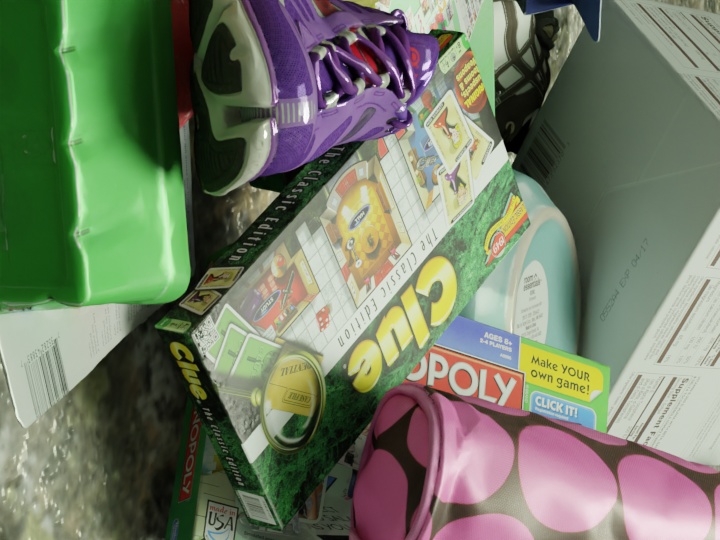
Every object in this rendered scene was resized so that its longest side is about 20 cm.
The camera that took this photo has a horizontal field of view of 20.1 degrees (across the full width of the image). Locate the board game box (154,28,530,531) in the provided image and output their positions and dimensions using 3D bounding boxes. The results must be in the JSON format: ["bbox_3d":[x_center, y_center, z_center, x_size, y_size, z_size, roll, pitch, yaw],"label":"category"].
[{"bbox_3d":[0.000,0.000,0.831,0.200,0.023,0.105,-50,134,-34],"label":"board game box"}]

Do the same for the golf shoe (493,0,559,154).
[{"bbox_3d":[0.060,-0.104,1.076,0.200,0.077,0.095,2,92,-66],"label":"golf shoe"}]

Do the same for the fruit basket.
[{"bbox_3d":[-0.101,-0.062,0.723,0.200,0.093,0.186,-64,152,-73],"label":"fruit basket"}]

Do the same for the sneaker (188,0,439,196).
[{"bbox_3d":[-0.015,-0.075,0.721,0.200,0.083,0.081,-65,154,-78],"label":"sneaker"}]

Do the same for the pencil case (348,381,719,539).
[{"bbox_3d":[0.086,0.113,0.840,0.094,0.199,0.091,-58,-153,23],"label":"pencil case"}]

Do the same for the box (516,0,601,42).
[{"bbox_3d":[0.073,-0.214,0.995,0.121,0.032,0.200,86,-13,-49],"label":"box"}]

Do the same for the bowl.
[{"bbox_3d":[0.046,0.023,1.024,0.201,0.105,0.202,4,90,-68],"label":"bowl"}]

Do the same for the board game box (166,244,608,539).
[{"bbox_3d":[0.018,0.081,0.882,0.199,0.029,0.135,18,66,-26],"label":"board game box"}]

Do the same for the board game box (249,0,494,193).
[{"bbox_3d":[0.004,-0.144,0.930,0.134,0.029,0.201,-13,106,-40],"label":"board game box"}]

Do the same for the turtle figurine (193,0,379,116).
[{"bbox_3d":[-0.001,-0.127,0.863,0.199,0.064,0.162,14,91,-35],"label":"turtle figurine"}]

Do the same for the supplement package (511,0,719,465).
[{"bbox_3d":[0.163,-0.020,1.096,0.111,0.156,0.200,6,126,-33],"label":"supplement package"}]
